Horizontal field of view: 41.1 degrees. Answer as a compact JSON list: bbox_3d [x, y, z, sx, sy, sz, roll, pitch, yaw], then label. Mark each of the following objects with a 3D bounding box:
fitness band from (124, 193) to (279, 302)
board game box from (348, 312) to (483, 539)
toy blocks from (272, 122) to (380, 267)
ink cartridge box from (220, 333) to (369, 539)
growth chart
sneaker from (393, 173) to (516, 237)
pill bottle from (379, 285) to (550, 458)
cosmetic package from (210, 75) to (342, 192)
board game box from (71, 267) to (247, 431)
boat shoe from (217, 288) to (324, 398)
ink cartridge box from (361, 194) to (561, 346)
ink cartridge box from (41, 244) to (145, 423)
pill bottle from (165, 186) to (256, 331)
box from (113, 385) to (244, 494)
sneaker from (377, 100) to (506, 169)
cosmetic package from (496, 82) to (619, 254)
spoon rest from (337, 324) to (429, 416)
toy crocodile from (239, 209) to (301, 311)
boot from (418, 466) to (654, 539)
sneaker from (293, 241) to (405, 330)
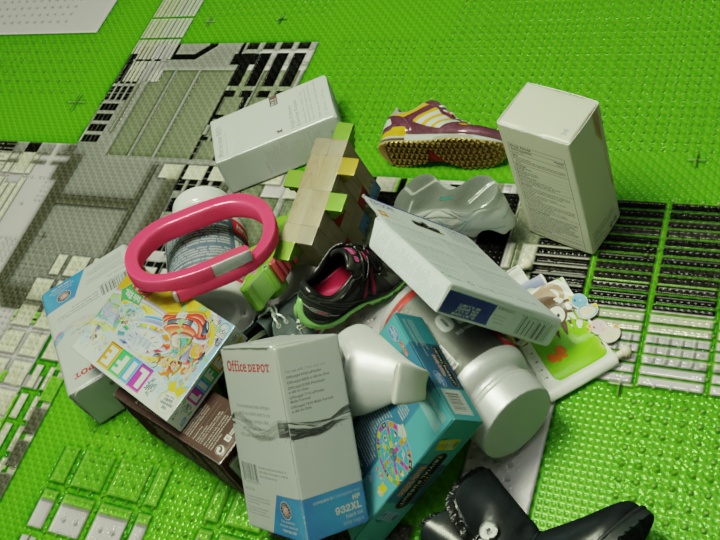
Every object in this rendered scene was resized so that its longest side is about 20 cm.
[{"bbox_3d":[-0.198,-0.031,1.207,0.197,0.038,0.144,-21,39,-8],"label":"fitness band"},{"bbox_3d":[0.031,0.173,1.053,0.201,0.046,0.152,-55,44,27],"label":"board game box"},{"bbox_3d":[-0.035,-0.074,1.288,0.098,0.137,0.203,9,69,27],"label":"toy blocks"},{"bbox_3d":[-0.074,0.175,1.040,0.082,0.204,0.144,-10,1,-31],"label":"ink cartridge box"},{"bbox_3d":[0.214,0.068,1.147,0.144,0.018,0.200,-36,50,-7],"label":"growth chart"},{"bbox_3d":[0.121,-0.077,1.267,0.199,0.080,0.071,11,65,51],"label":"sneaker"},{"bbox_3d":[0.118,0.108,1.093,0.113,0.115,0.200,-37,50,-8],"label":"pill bottle"},{"bbox_3d":[-0.125,-0.208,1.462,0.197,0.074,0.103,-21,49,6],"label":"cosmetic package"},{"bbox_3d":[-0.248,0.089,1.173,0.198,0.034,0.135,26,75,35],"label":"board game box"},{"bbox_3d":[-0.111,0.081,1.244,0.200,0.062,0.072,-45,49,-15],"label":"boat shoe"},{"bbox_3d":[0.107,0.001,1.105,0.041,0.197,0.200,-58,41,16],"label":"ink cartridge box"},{"bbox_3d":[-0.341,0.085,1.323,0.143,0.085,0.201,-31,48,-1],"label":"ink cartridge box"},{"bbox_3d":[-0.209,-0.015,1.320,0.118,0.120,0.202,-19,50,7],"label":"pill bottle"},{"bbox_3d":[-0.199,0.188,1.177,0.198,0.101,0.075,22,65,33],"label":"box"},{"bbox_3d":[0.122,-0.199,1.350,0.196,0.075,0.091,5,62,25],"label":"sneaker"},{"bbox_3d":[0.242,-0.120,1.155,0.104,0.201,0.071,26,66,35],"label":"cosmetic package"},{"bbox_3d":[0.016,0.111,1.015,0.199,0.060,0.101,4,85,65],"label":"spoon rest"},{"bbox_3d":[-0.105,-0.021,1.285,0.061,0.068,0.201,-17,25,31],"label":"toy crocodile"},{"bbox_3d":[0.173,0.259,0.979,0.199,0.077,0.168,-41,54,-2],"label":"boot"},{"bbox_3d":[0.000,0.000,1.231,0.199,0.085,0.076,-37,58,-26],"label":"sneaker"}]
